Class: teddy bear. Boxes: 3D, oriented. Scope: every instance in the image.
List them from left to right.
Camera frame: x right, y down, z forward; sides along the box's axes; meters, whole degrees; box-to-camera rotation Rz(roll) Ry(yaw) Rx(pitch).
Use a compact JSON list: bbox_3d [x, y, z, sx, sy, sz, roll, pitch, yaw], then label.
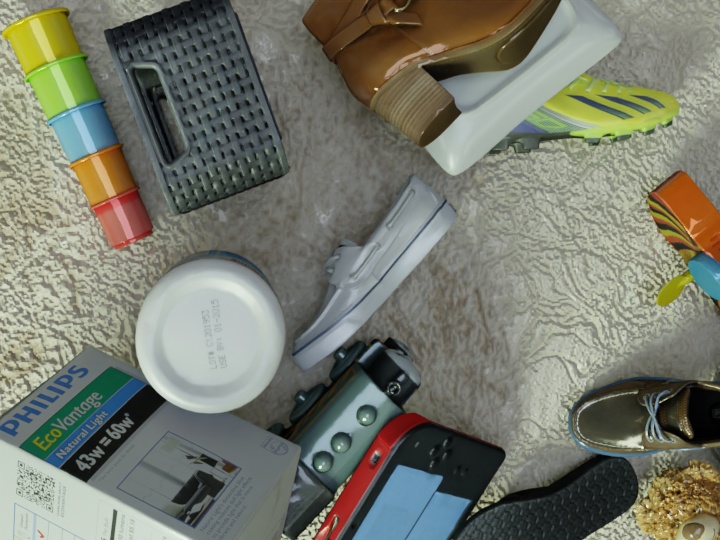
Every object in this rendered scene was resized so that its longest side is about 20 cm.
[{"bbox_3d":[0.349,0.271,0.868,0.144,0.067,0.201,-15,117,36],"label":"teddy bear"}]

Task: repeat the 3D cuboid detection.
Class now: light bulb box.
[{"bbox_3d":[-0.172,0.201,0.715,0.198,0.125,0.200,23,123,13],"label":"light bulb box"}]

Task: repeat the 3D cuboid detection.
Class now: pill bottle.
[{"bbox_3d":[-0.117,0.040,0.739,0.107,0.200,0.111,0,94,-7],"label":"pill bottle"}]

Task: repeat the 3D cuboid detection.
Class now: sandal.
[{"bbox_3d":[0.173,0.235,0.876,0.198,0.048,0.076,-18,95,-19],"label":"sandal"}]

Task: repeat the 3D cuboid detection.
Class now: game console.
[{"bbox_3d":[0.035,0.225,0.806,0.176,0.031,0.201,29,95,-45],"label":"game console"}]

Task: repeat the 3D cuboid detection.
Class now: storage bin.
[{"bbox_3d":[-0.123,-0.124,0.727,0.093,0.200,0.137,-21,96,-5],"label":"storage bin"}]

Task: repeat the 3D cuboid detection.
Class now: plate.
[{"bbox_3d":[0.095,-0.219,0.806,0.199,0.032,0.201,-38,79,-2],"label":"plate"}]

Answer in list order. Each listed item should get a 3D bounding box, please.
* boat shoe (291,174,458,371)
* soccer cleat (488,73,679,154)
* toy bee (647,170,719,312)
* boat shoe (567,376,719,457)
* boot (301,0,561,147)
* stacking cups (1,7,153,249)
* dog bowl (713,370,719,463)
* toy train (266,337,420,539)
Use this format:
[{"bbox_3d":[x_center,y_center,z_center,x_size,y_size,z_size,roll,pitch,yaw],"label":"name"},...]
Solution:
[{"bbox_3d":[0.000,0.000,0.825,0.065,0.074,0.200,44,77,-4],"label":"boat shoe"},{"bbox_3d":[0.196,-0.155,0.838,0.197,0.065,0.085,-6,92,-7],"label":"soccer cleat"},{"bbox_3d":[0.336,0.008,0.862,0.129,0.109,0.203,-17,71,2],"label":"toy bee"},{"bbox_3d":[0.285,0.127,0.836,0.197,0.072,0.073,-11,78,18],"label":"boat shoe"},{"bbox_3d":[0.062,-0.219,0.757,0.200,0.074,0.155,-42,75,-6],"label":"boot"},{"bbox_3d":[-0.238,-0.115,0.785,0.060,0.060,0.202,-21,98,-6],"label":"stacking cups"},{"bbox_3d":[0.430,0.143,0.894,0.197,0.059,0.203,-1,94,-8],"label":"dog bowl"},{"bbox_3d":[-0.024,0.142,0.803,0.200,0.114,0.085,-45,99,-3],"label":"toy train"}]
